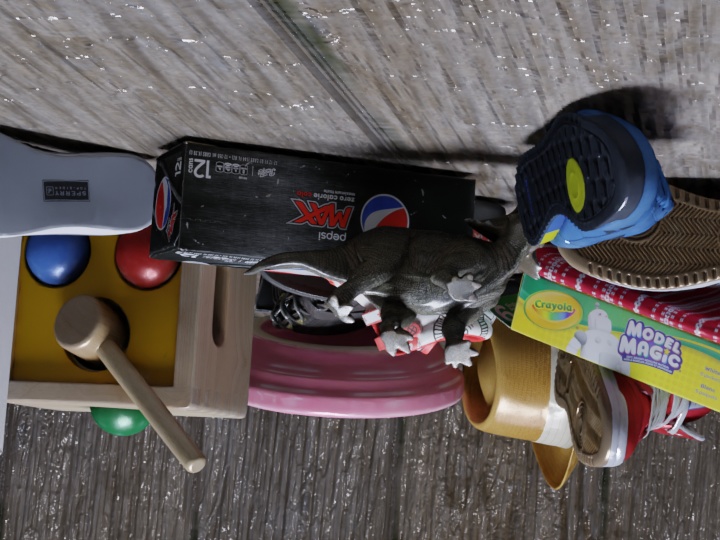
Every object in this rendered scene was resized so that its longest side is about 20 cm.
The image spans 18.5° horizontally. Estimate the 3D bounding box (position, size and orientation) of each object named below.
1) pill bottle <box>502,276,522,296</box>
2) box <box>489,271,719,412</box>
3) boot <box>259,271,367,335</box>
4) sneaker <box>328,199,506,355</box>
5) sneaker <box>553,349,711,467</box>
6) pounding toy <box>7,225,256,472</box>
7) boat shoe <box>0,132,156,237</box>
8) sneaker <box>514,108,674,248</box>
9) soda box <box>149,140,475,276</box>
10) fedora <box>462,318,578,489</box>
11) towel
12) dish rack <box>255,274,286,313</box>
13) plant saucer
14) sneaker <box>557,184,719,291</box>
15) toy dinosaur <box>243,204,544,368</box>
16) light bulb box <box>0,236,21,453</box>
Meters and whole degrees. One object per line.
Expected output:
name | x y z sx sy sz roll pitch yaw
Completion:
pill bottle | 0.212 0.070 1.977 0.200 0.112 0.112 7 173 -29
box | 0.193 0.038 1.485 0.200 0.048 0.117 19 -165 30
boot | -0.020 0.014 1.636 0.200 0.069 0.174 2 162 -31
sneaker | 0.001 0.000 1.507 0.201 0.108 0.067 5 173 -13
sneaker | 0.200 0.091 1.520 0.112 0.071 0.200 9 -167 -4
pounding toy | -0.160 0.040 1.538 0.184 0.200 0.142 1 172 20
boat shoe | -0.220 -0.053 1.385 0.200 0.070 0.066 0 176 -42
sneaker | 0.142 -0.052 1.216 0.078 0.066 0.200 -6 175 -8
soda box | -0.029 -0.033 1.403 0.200 0.071 0.063 6 173 -21
fedora | 0.127 0.077 1.744 0.082 0.201 0.201 4 173 -8
towel | 0.201 0.009 1.469 0.200 0.023 0.145 21 -164 29
dish rack | -0.004 0.006 1.794 0.153 0.055 0.200 4 173 -7
plant saucer | -0.017 0.070 1.748 0.200 0.051 0.201 3 -169 -1
sneaker | 0.230 -0.016 1.421 0.200 0.070 0.108 -1 171 14
toy dinosaur | 0.034 0.004 1.347 0.200 0.077 0.102 -8 -152 14
light bulb box | -0.349 0.027 1.543 0.200 0.199 0.125 -4 168 41
